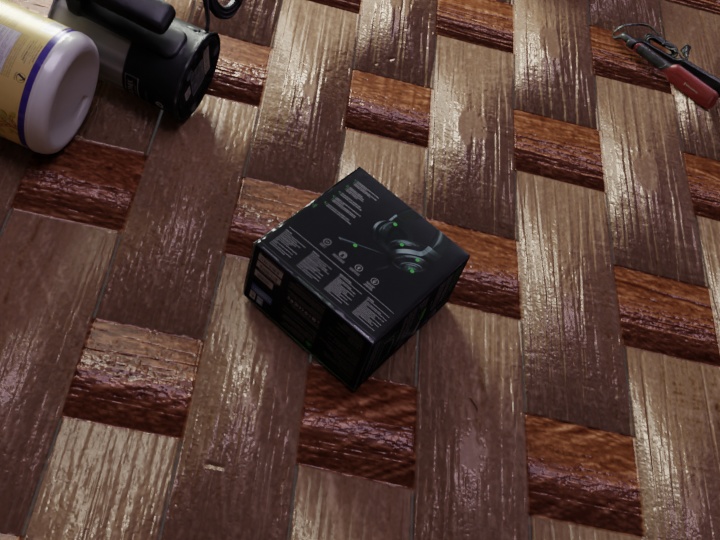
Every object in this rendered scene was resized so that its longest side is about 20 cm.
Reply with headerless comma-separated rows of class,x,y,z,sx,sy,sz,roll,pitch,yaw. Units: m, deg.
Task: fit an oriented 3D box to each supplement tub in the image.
supplement tub,-0.417,-0.235,1.145,0.198,0.146,0.146,23,49,2

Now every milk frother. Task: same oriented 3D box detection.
milk frother,-0.258,-0.325,1.241,0.186,0.181,0.201,26,53,3

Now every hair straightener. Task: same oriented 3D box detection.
hair straightener,0.488,-0.332,1.582,0.199,0.041,0.077,36,51,18

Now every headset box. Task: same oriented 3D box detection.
headset box,0.000,0.000,1.125,0.174,0.093,0.200,38,51,14
